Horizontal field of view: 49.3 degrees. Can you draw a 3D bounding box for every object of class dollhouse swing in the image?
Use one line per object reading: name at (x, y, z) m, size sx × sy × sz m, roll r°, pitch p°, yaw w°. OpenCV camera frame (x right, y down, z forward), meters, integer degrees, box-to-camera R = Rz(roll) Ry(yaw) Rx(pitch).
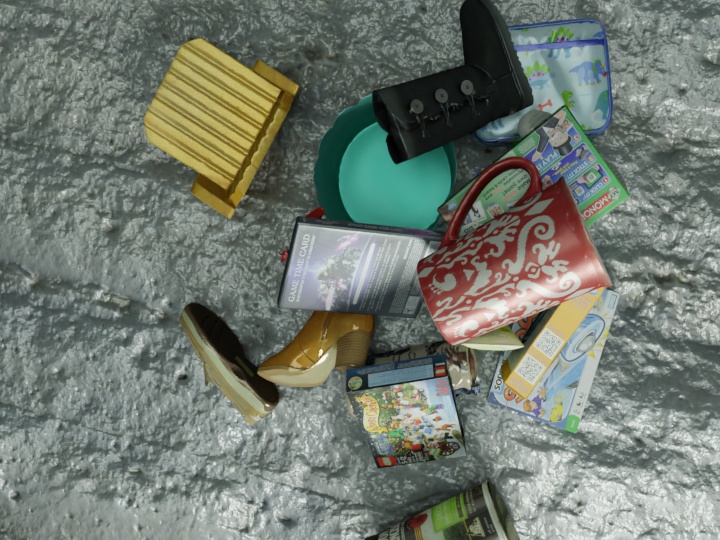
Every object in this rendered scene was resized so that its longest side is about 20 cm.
dollhouse swing at (-0.209, -0.217, 1.101) m, size 0.173 × 0.182 × 0.203 m, roll 30°, pitch 97°, yaw -14°

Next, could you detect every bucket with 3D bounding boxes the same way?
bucket at (0.039, -0.129, 1.076) m, size 0.201 × 0.135 × 0.214 m, roll 0°, pitch 92°, yaw 8°

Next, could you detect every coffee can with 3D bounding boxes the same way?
coffee can at (0.120, 0.401, 1.082) m, size 0.196 × 0.146 × 0.149 m, roll -27°, pitch 89°, yaw 8°

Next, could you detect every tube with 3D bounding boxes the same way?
tube at (0.170, 0.081, 1.032) m, size 0.058 × 0.200 × 0.052 m, roll -40°, pitch 89°, yaw 9°

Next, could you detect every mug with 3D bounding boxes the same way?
mug at (0.172, -0.018, 0.928) m, size 0.197 × 0.180 × 0.134 m, roll -27°, pitch 133°, yaw 17°

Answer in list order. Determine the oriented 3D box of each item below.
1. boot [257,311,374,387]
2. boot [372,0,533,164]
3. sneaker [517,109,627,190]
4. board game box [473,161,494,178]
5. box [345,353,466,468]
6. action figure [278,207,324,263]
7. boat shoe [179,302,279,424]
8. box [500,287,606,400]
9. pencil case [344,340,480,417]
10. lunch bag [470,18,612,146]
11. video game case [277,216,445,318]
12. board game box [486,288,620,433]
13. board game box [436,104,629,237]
boot at (-0.060, 0.084, 1.131) m, size 0.197 × 0.070 × 0.148 m, roll -13°, pitch 57°, yaw 34°
boot at (0.100, -0.242, 0.980) m, size 0.196 × 0.066 × 0.168 m, roll -25°, pitch 82°, yaw -13°
sneaker at (0.264, -0.130, 1.037) m, size 0.198 × 0.075 × 0.081 m, roll 33°, pitch 139°, yaw -25°
board game box at (0.192, -0.044, 1.051) m, size 0.156 × 0.039 × 0.204 m, roll 32°, pitch 124°, yaw 31°
box at (0.066, 0.197, 1.070) m, size 0.133 × 0.202 × 0.038 m, roll -11°, pitch 46°, yaw 8°
action figure at (-0.076, -0.011, 1.084) m, size 0.065 × 0.201 × 0.052 m, roll 41°, pitch 62°, yaw 6°
boat shoe at (-0.210, 0.144, 1.164) m, size 0.076 × 0.071 × 0.201 m, roll -41°, pitch 85°, yaw 24°
box at (0.256, 0.068, 1.023) m, size 0.041 × 0.119 × 0.202 m, roll 37°, pitch 98°, yaw 5°
pencil case at (0.070, 0.155, 1.112) m, size 0.194 × 0.078 × 0.092 m, roll -12°, pitch 107°, yaw 9°
lunch bag at (0.238, -0.255, 1.069) m, size 0.194 × 0.082 × 0.166 m, roll -1°, pitch 90°, yaw 8°
video game case at (0.000, 0.000, 1.011) m, size 0.194 × 0.019 × 0.145 m, roll 6°, pitch 131°, yaw -15°
board game box at (0.268, 0.107, 1.102) m, size 0.132 × 0.034 × 0.205 m, roll 17°, pitch 95°, yaw 7°
board game box at (0.210, -0.084, 0.968) m, size 0.199 × 0.029 × 0.136 m, roll -38°, pitch 94°, yaw 14°
